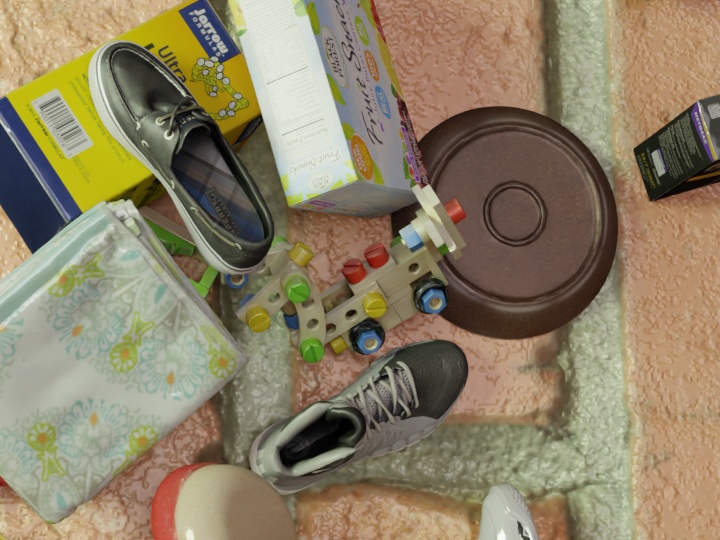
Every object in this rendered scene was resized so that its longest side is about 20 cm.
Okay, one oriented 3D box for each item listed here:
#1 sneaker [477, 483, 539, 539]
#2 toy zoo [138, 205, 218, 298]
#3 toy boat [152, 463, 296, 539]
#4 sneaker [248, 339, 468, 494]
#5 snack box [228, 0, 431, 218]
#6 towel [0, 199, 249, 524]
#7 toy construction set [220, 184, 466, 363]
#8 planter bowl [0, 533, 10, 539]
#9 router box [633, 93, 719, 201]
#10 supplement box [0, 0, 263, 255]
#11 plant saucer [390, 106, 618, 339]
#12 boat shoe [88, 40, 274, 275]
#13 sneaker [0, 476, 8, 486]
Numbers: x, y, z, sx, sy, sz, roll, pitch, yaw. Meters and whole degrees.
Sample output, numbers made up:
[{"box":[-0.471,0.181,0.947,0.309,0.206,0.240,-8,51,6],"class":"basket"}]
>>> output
[{"box":[0.078,0.268,1.327,0.114,0.075,0.202,4,83,-12],"class":"sneaker"},{"box":[-0.203,0.036,1.322,0.131,0.020,0.201,29,60,-3],"class":"toy zoo"},{"box":[-0.121,0.247,1.275,0.130,0.130,0.202,-5,96,27],"class":"toy boat"},{"box":[0.010,0.114,1.323,0.199,0.116,0.075,-31,86,-13],"class":"sneaker"},{"box":[-0.025,-0.147,1.334,0.067,0.168,0.201,-21,80,21],"class":"snack box"},{"box":[-0.201,0.067,1.231,0.200,0.048,0.172,-39,115,-5],"class":"towel"},{"box":[0.000,0.000,1.330,0.199,0.092,0.131,-24,124,15],"class":"toy construction set"},{"box":[-0.317,0.286,1.236,0.199,0.083,0.202,0,90,-12],"class":"planter bowl"},{"box":[0.346,-0.122,1.404,0.199,0.157,0.053,-16,83,-13],"class":"router box"},{"box":[-0.186,-0.110,1.313,0.199,0.109,0.110,-33,87,-27],"class":"supplement box"},{"box":[0.125,-0.044,1.415,0.199,0.034,0.202,2,80,-9],"class":"plant saucer"},{"box":[-0.127,-0.089,1.232,0.070,0.066,0.201,-29,86,-28],"class":"boat shoe"},{"box":[-0.304,0.147,1.300,0.199,0.078,0.116,28,101,-12],"class":"sneaker"}]
